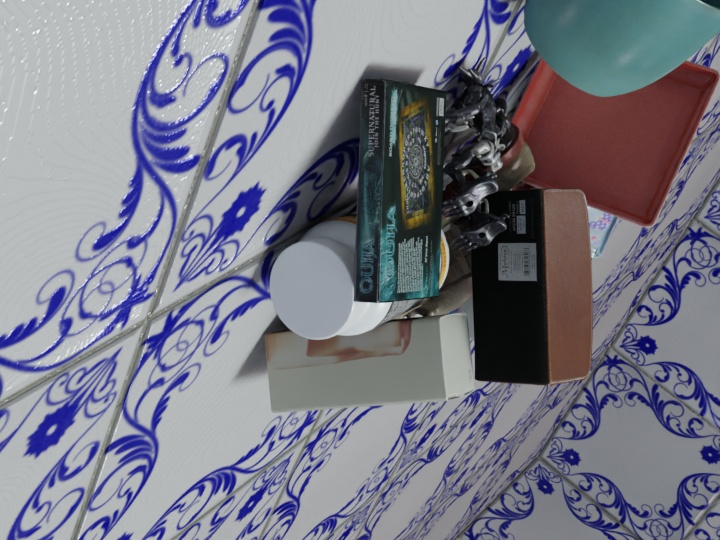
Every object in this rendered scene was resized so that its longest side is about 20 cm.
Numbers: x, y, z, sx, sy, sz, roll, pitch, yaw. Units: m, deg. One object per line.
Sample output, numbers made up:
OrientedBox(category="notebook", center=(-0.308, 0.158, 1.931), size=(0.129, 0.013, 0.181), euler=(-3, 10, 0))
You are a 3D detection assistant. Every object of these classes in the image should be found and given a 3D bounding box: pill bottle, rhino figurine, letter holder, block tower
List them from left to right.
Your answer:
OrientedBox(category="pill bottle", center=(0.000, 0.000, 1.346), size=(0.200, 0.116, 0.117), euler=(-22, 146, -60))
OrientedBox(category="block tower", center=(0.061, 0.011, 1.514), size=(0.199, 0.054, 0.058), euler=(-32, 172, 28))
OrientedBox(category="rhino figurine", center=(0.101, -0.005, 1.560), size=(0.201, 0.087, 0.060), euler=(-54, 163, 12))
OrientedBox(category="letter holder", center=(0.201, 0.015, 1.447), size=(0.142, 0.100, 0.202), euler=(-3, 91, -45))

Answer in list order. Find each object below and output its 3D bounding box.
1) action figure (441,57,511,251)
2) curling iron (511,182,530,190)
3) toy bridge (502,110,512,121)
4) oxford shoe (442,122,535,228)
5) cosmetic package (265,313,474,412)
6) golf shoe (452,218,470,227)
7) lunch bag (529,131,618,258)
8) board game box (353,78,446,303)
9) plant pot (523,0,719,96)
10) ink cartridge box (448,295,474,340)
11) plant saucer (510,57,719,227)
OrientedBox(category="action figure", center=(0.104, -0.127, 1.387), size=(0.119, 0.101, 0.201), euler=(56, 29, -46))
OrientedBox(category="curling iron", center=(0.193, -0.099, 1.641), size=(0.050, 0.025, 0.201), euler=(51, 46, -56))
OrientedBox(category="toy bridge", center=(0.111, -0.101, 1.585), size=(0.200, 0.027, 0.067), euler=(-52, 164, 4))
OrientedBox(category="oxford shoe", center=(0.110, -0.074, 1.487), size=(0.199, 0.071, 0.075), euler=(-37, 131, 8))
OrientedBox(category="cosmetic package", center=(0.010, 0.097, 1.425), size=(0.103, 0.199, 0.088), euler=(0, 85, -70))
OrientedBox(category="golf shoe", center=(0.171, -0.071, 1.695), size=(0.078, 0.094, 0.200), euler=(-44, 160, -20))
OrientedBox(category="lunch bag", center=(0.274, -0.140, 1.660), size=(0.201, 0.126, 0.171), euler=(103, -9, -51))
OrientedBox(category="board game box", center=(0.038, -0.073, 1.257), size=(0.135, 0.028, 0.202), euler=(-3, 95, -62))
OrientedBox(category="plant pot", center=(0.259, -0.273, 1.352), size=(0.161, 0.201, 0.200), euler=(-48, 168, 35))
OrientedBox(category="ink cartridge box", center=(0.143, 0.033, 1.651), size=(0.084, 0.199, 0.145), euler=(-56, 163, 4))
OrientedBox(category="plant saucer", center=(0.277, -0.162, 1.524), size=(0.201, 0.199, 0.037), euler=(-64, 158, -11))
